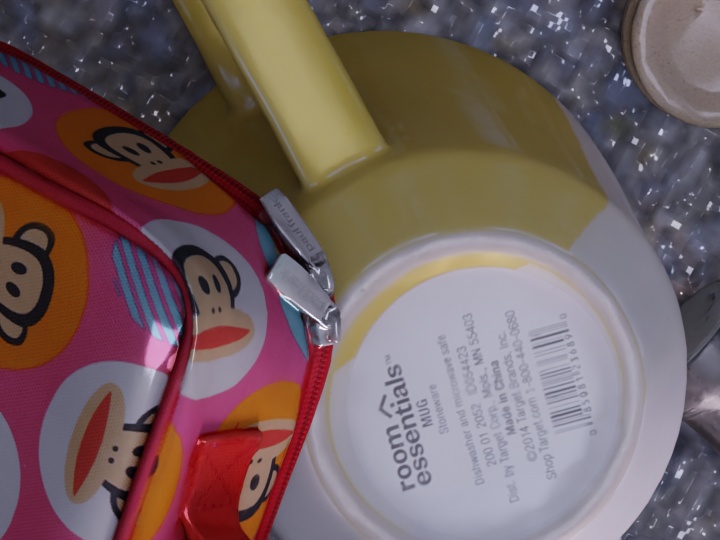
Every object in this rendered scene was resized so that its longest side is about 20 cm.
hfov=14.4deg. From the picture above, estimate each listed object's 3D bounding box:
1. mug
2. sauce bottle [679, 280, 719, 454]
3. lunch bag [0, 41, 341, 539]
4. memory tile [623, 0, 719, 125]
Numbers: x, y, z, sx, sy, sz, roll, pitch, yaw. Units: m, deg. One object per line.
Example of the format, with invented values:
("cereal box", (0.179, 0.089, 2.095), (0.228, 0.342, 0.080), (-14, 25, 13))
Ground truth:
("mug", (0.000, 0.010, 0.738), (0.187, 0.153, 0.149), (29, 95, -12))
("sauce bottle", (0.162, 0.081, 0.823), (0.200, 0.065, 0.065), (41, 91, -12))
("lunch bag", (-0.092, 0.056, 0.671), (0.176, 0.082, 0.200), (30, 110, 25))
("memory tile", (0.186, -0.050, 0.820), (0.200, 0.017, 0.153), (44, 91, -14))
